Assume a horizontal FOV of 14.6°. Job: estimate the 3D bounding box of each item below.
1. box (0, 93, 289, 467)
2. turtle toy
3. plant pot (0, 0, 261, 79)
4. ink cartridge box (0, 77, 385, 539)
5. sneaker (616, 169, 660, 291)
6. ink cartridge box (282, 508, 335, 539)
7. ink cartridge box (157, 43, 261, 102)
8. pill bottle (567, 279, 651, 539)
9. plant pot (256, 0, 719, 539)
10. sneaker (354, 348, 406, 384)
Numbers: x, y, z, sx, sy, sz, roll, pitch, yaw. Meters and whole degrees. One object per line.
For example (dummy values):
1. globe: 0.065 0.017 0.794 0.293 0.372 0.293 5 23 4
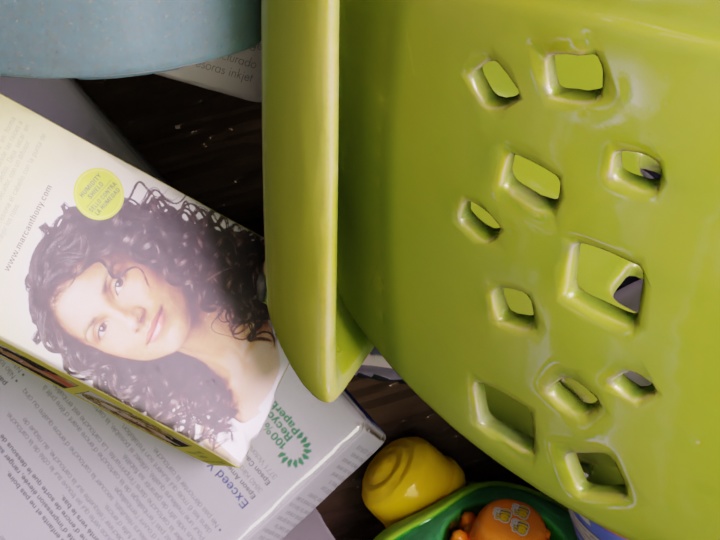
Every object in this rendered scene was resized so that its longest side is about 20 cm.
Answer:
1. box: -0.113 -0.012 0.912 0.199 0.050 0.076 27 80 -12
2. turtle toy: 0.040 0.170 1.103 0.146 0.101 0.201 42 72 -26
3. plant pot: -0.087 -0.174 0.850 0.199 0.200 0.197 -8 115 -15
4. ink cartridge box: -0.126 0.054 0.995 0.200 0.197 0.043 -42 160 2
5. sneaker: 0.127 0.029 1.082 0.070 0.108 0.201 -9 105 28
6. ink cartridge box: -0.109 0.138 1.056 0.199 0.115 0.068 -15 115 -12
7. ink cartridge box: -0.062 -0.174 0.987 0.116 0.068 0.201 14 104 -21
8. pill bottle: 0.139 0.102 1.032 0.112 0.112 0.201 -27 136 -7
9. plant pot: 0.076 -0.055 0.866 0.180 0.200 0.200 15 131 17
10. sneaker: 0.000 0.000 1.079 0.199 0.070 0.083 9 89 -24
